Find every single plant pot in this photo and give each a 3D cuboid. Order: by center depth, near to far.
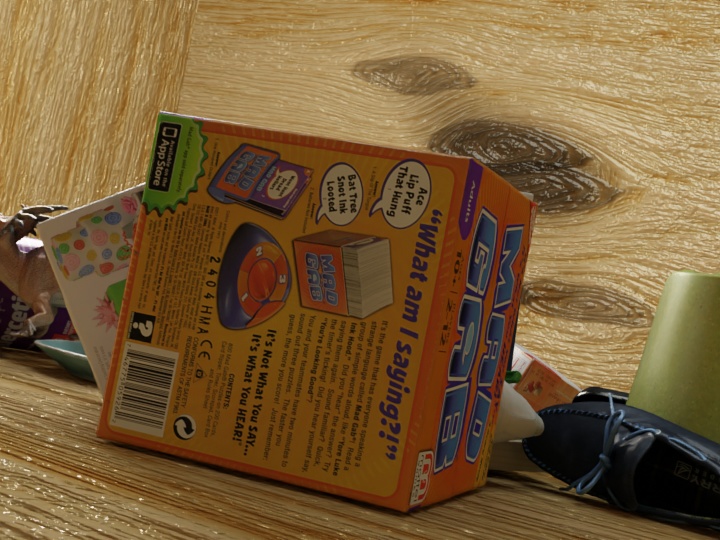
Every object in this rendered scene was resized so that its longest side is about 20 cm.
[{"bbox_3d":[0.294,0.100,1.026,0.200,0.185,0.200,11,-1,0],"label":"plant pot"}]

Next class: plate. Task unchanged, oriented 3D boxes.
[{"bbox_3d":[-0.195,0.091,1.166,0.199,0.026,0.200,10,-2,0],"label":"plate"}]

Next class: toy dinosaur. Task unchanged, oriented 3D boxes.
[{"bbox_3d":[-0.273,-0.003,1.212,0.199,0.136,0.086,4,-5,-33],"label":"toy dinosaur"}]

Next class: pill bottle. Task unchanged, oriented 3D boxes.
[{"bbox_3d":[-0.363,0.017,1.270,0.199,0.113,0.112,11,-1,-34],"label":"pill bottle"}]

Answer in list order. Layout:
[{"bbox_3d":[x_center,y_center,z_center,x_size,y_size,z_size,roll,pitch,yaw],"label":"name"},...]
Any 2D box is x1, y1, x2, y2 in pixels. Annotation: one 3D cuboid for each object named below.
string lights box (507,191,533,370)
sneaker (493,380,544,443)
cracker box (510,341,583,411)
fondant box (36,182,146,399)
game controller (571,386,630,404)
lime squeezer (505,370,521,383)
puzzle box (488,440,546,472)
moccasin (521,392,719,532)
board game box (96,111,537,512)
[{"bbox_3d":[0.107,0.024,1.216,0.059,0.201,0.103,7,0,-15],"label":"string lights box"},{"bbox_3d":[0.054,0.086,0.992,0.088,0.075,0.200,20,7,-44],"label":"sneaker"},{"bbox_3d":[0.157,0.105,1.347,0.134,0.058,0.200,34,3,-32],"label":"cracker box"},{"bbox_3d":[-0.126,-0.002,0.991,0.199,0.145,0.058,-21,2,-7],"label":"fondant box"},{"bbox_3d":[0.289,0.157,1.170,0.199,0.042,0.104,10,-34,27],"label":"game controller"},{"bbox_3d":[0.046,0.068,1.064,0.199,0.071,0.038,21,46,25],"label":"lime squeezer"},{"bbox_3d":[0.056,0.116,1.060,0.133,0.026,0.200,7,10,-27],"label":"puzzle box"},{"bbox_3d":[0.204,0.134,0.916,0.199,0.081,0.068,9,2,30],"label":"moccasin"},{"bbox_3d":[-0.017,0.026,0.829,0.199,0.201,0.200,11,-1,19],"label":"board game box"}]
